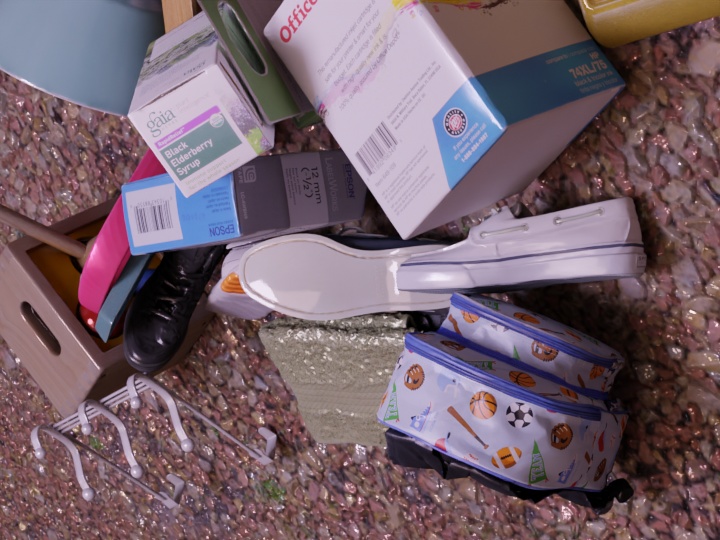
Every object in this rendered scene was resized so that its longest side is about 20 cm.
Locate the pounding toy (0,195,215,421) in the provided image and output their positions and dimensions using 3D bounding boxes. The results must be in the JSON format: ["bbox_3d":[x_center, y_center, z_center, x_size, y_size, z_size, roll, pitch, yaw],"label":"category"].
[{"bbox_3d":[-0.272,0.012,1.627,0.200,0.184,0.142,51,136,11],"label":"pounding toy"}]

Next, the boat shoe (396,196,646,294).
[{"bbox_3d":[0.124,-0.020,1.304,0.199,0.074,0.067,-5,83,18],"label":"boat shoe"}]

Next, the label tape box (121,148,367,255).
[{"bbox_3d":[-0.075,-0.059,1.387,0.143,0.200,0.066,-9,88,45],"label":"label tape box"}]

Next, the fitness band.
[{"bbox_3d":[-0.208,-0.053,1.536,0.037,0.200,0.144,27,146,-4],"label":"fitness band"}]

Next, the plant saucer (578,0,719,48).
[{"bbox_3d":[0.199,-0.261,1.141,0.200,0.048,0.201,-12,102,45],"label":"plant saucer"}]

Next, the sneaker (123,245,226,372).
[{"bbox_3d":[-0.161,-0.009,1.534,0.060,0.200,0.104,26,157,1],"label":"sneaker"}]

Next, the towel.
[{"bbox_3d":[0.004,0.101,1.493,0.200,0.036,0.149,0,127,43],"label":"towel"}]

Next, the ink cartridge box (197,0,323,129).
[{"bbox_3d":[-0.068,-0.183,1.322,0.048,0.200,0.146,-31,88,34],"label":"ink cartridge box"}]

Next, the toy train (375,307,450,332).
[{"bbox_3d":[0.016,0.029,1.473,0.200,0.034,0.046,1,109,43],"label":"toy train"}]

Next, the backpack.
[{"bbox_3d":[0.111,0.103,1.297,0.199,0.190,0.155,16,98,23],"label":"backpack"}]

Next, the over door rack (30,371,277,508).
[{"bbox_3d":[-0.195,0.178,1.615,0.148,0.200,0.067,-27,51,30],"label":"over door rack"}]

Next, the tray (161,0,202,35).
[{"bbox_3d":[-0.124,-0.189,1.442,0.037,0.099,0.201,12,119,29],"label":"tray"}]

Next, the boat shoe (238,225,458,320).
[{"bbox_3d":[0.000,0.000,1.396,0.199,0.062,0.075,-5,94,11],"label":"boat shoe"}]

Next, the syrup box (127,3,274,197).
[{"bbox_3d":[-0.119,-0.138,1.301,0.079,0.200,0.082,-30,112,10],"label":"syrup box"}]

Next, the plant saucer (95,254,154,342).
[{"bbox_3d":[-0.189,-0.030,1.520,0.019,0.200,0.070,29,160,-4],"label":"plant saucer"}]

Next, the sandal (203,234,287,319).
[{"bbox_3d":[-0.093,-0.003,1.519,0.207,0.079,0.059,154,125,-63],"label":"sandal"}]

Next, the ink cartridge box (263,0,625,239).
[{"bbox_3d":[0.059,-0.159,1.243,0.200,0.146,0.147,56,137,13],"label":"ink cartridge box"}]

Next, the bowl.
[{"bbox_3d":[-0.236,-0.224,1.489,0.201,0.201,0.105,32,111,28],"label":"bowl"}]
